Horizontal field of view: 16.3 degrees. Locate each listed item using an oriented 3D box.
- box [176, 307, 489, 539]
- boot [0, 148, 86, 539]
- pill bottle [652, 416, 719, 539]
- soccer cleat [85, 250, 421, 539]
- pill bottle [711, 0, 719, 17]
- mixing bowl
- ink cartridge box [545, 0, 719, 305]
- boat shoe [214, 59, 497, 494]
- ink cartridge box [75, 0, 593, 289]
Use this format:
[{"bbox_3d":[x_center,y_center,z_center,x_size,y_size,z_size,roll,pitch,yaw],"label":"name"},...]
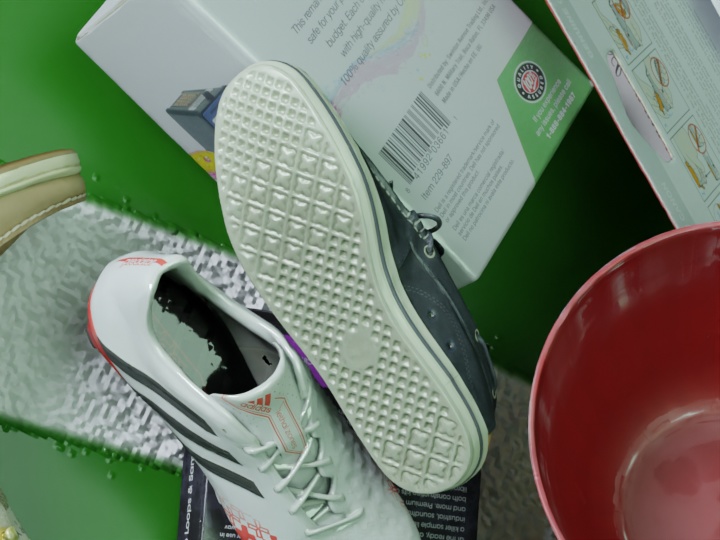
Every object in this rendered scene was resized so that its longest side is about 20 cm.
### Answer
[{"bbox_3d":[-0.015,0.124,1.165,0.142,0.036,0.202,9,77,-23],"label":"box"},{"bbox_3d":[-0.177,0.050,1.079,0.199,0.072,0.155,-32,96,-21],"label":"boot"},{"bbox_3d":[0.165,0.154,1.204,0.111,0.111,0.201,38,68,-16],"label":"pill bottle"},{"bbox_3d":[-0.040,0.070,1.096,0.200,0.085,0.069,49,66,-9],"label":"soccer cleat"},{"bbox_3d":[0.268,-0.178,1.247,0.199,0.111,0.111,-29,96,15],"label":"pill bottle"},{"bbox_3d":[0.170,0.091,1.112,0.198,0.109,0.202,0,66,1],"label":"mixing bowl"},{"bbox_3d":[0.140,-0.089,1.224,0.201,0.043,0.173,59,34,-7],"label":"ink cartridge box"},{"bbox_3d":[0.000,0.000,1.086,0.201,0.074,0.062,61,30,-7],"label":"boat shoe"},{"bbox_3d":[-0.009,-0.096,1.159,0.200,0.087,0.146,45,52,-15],"label":"ink cartridge box"}]
